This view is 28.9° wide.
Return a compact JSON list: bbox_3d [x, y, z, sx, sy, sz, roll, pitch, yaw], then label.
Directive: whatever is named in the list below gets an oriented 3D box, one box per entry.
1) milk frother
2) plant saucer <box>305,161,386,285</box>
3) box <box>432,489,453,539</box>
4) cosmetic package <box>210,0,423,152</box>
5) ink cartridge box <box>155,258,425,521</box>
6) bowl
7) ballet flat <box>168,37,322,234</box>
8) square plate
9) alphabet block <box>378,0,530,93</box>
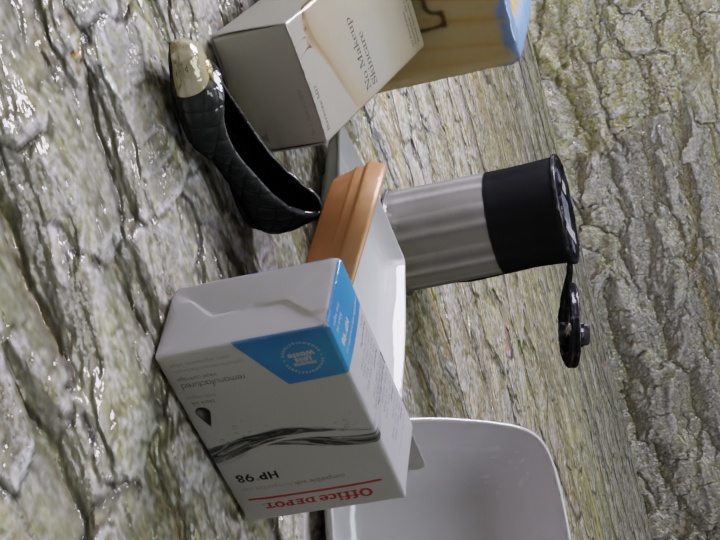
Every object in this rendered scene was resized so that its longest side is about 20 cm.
[{"bbox_3d":[0.137,0.003,1.466,0.181,0.188,0.200,60,25,-48],"label":"milk frother"},{"bbox_3d":[-0.026,0.014,1.022,0.200,0.037,0.200,-163,-90,-90],"label":"plant saucer"},{"bbox_3d":[0.070,0.270,1.245,0.200,0.078,0.095,54,30,-57],"label":"box"},{"bbox_3d":[-0.029,-0.184,1.127,0.200,0.073,0.104,-53,130,-50],"label":"cosmetic package"},{"bbox_3d":[-0.038,0.095,0.914,0.067,0.116,0.200,-83,156,-49],"label":"ink cartridge box"},{"bbox_3d":[0.063,0.221,1.105,0.075,0.200,0.200,122,-33,-59],"label":"bowl"},{"bbox_3d":[-0.084,-0.097,0.993,0.200,0.057,0.067,59,24,-52],"label":"ballet flat"},{"bbox_3d":[0.000,0.000,1.281,0.198,0.028,0.200,64,21,-44],"label":"square plate"},{"bbox_3d":[0.036,-0.285,1.290,0.195,0.200,0.197,-69,145,-64],"label":"alphabet block"}]
